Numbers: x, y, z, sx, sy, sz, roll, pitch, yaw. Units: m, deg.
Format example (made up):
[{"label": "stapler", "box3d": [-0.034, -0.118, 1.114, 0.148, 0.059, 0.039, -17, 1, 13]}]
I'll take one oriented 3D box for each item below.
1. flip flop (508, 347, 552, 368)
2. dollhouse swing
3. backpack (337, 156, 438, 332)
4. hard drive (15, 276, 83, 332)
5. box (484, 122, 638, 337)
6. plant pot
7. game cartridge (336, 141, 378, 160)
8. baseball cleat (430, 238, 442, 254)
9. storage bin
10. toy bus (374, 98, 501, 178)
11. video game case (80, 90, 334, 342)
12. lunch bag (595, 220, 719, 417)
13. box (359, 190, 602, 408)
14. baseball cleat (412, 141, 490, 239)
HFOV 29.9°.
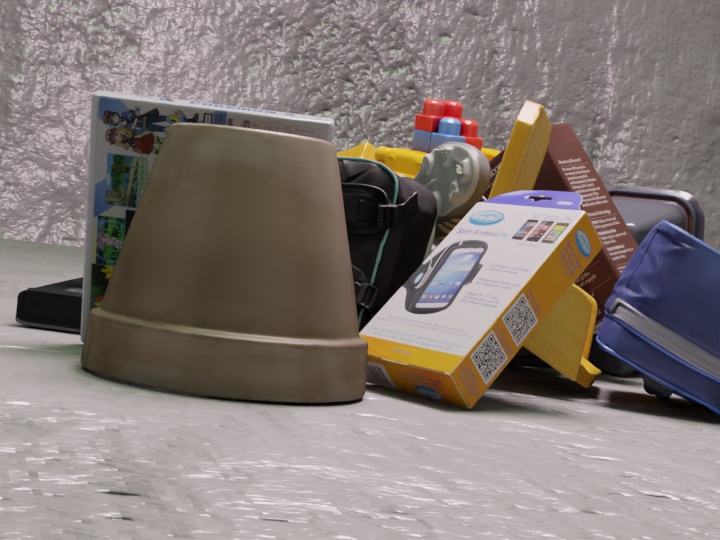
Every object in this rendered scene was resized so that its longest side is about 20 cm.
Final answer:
[{"label": "flip flop", "box3d": [0.103, 0.059, 1.337, 0.199, 0.058, 0.081, 8, 2, 19]}, {"label": "dollhouse swing", "box3d": [0.178, -0.021, 1.194, 0.181, 0.176, 0.200, 35, 3, 12]}, {"label": "backpack", "box3d": [-0.043, -0.012, 1.153, 0.199, 0.177, 0.153, 12, -4, 25]}, {"label": "hard drive", "box3d": [-0.214, 0.032, 1.234, 0.139, 0.033, 0.200, 7, 4, 5]}, {"label": "box", "box3d": [0.203, -0.037, 1.340, 0.075, 0.201, 0.100, -9, -23, -49]}, {"label": "plant pot", "box3d": [-0.086, -0.009, 0.942, 0.199, 0.174, 0.200, 6, 1, 0]}, {"label": "game cartridge", "box3d": [-0.073, -0.047, 1.521, 0.032, 0.177, 0.200, 34, -31, -27]}, {"label": "baseball cleat", "box3d": [0.000, 0.000, 1.261, 0.200, 0.107, 0.070, -34, 9, 47]}, {"label": "storage bin", "box3d": [0.283, 0.020, 1.419, 0.145, 0.201, 0.134, 9, 13, 33]}, {"label": "toy bus", "box3d": [0.104, -0.083, 1.451, 0.199, 0.193, 0.135, 3, 8, -42]}, {"label": "video game case", "box3d": [-0.120, -0.028, 1.033, 0.181, 0.201, 0.022, 7, 19, 1]}, {"label": "lunch bag", "box3d": [0.276, 0.047, 1.145, 0.136, 0.133, 0.200, 32, 6, 12]}, {"label": "box", "box3d": [0.093, 0.014, 1.021, 0.119, 0.042, 0.200, 9, 47, 50]}, {"label": "baseball cleat", "box3d": [0.091, -0.068, 1.247, 0.106, 0.070, 0.200, 3, -12, -23]}]
